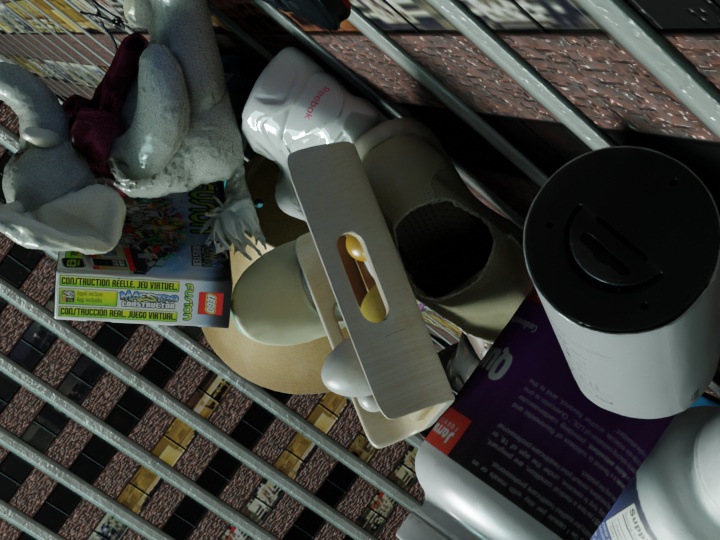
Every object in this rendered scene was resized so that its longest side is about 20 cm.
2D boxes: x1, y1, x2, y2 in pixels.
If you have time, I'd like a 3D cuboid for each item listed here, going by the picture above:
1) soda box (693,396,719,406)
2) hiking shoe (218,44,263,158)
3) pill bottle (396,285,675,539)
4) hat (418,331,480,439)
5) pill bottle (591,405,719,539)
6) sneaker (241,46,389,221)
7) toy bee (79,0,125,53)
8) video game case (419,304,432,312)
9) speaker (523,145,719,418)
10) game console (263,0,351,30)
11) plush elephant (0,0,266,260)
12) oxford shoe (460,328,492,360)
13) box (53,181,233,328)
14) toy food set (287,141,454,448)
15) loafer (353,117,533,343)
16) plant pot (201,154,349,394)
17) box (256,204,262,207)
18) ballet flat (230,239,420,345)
[{"bbox_3d":[0.272,0.146,0.970,0.064,0.068,0.200,38,175,-33],"label":"soda box"},{"bbox_3d":[-0.106,-0.128,1.060,0.087,0.074,0.200,45,164,-11],"label":"hiking shoe"},{"bbox_3d":[0.109,0.095,0.835,0.112,0.200,0.112,36,175,4],"label":"pill bottle"},{"bbox_3d":[0.120,0.082,1.244,0.201,0.200,0.081,30,133,50],"label":"hat"},{"bbox_3d":[0.203,0.151,0.885,0.111,0.111,0.200,36,144,-1],"label":"pill bottle"},{"bbox_3d":[-0.005,-0.061,0.904,0.099,0.078,0.200,31,174,21],"label":"sneaker"},{"bbox_3d":[-0.201,-0.142,1.302,0.200,0.109,0.131,37,177,-14],"label":"toy bee"},{"bbox_3d":[-0.006,0.009,1.316,0.181,0.036,0.200,7,175,1],"label":"video game case"},{"bbox_3d":[0.125,0.013,0.652,0.081,0.081,0.200,34,175,21],"label":"speaker"},{"bbox_3d":[-0.134,-0.152,0.662,0.200,0.119,0.172,33,174,39],"label":"game console"},{"bbox_3d":[-0.158,-0.084,0.870,0.165,0.155,0.200,-149,43,-75],"label":"plush elephant"},{"bbox_3d":[0.116,0.056,0.963,0.200,0.071,0.073,55,-167,-24],"label":"oxford shoe"},{"bbox_3d":[-0.145,-0.023,0.961,0.110,0.035,0.200,3,-156,-9],"label":"box"},{"bbox_3d":[-0.007,0.024,0.794,0.200,0.060,0.144,103,146,-78],"label":"toy food set"},{"bbox_3d":[0.057,-0.006,0.852,0.200,0.076,0.068,44,-157,-41],"label":"loafer"},{"bbox_3d":[-0.045,-0.018,1.115,0.186,0.186,0.200,35,163,11],"label":"plant pot"},{"bbox_3d":[-0.104,-0.054,1.327,0.200,0.049,0.082,10,173,16],"label":"box"},{"bbox_3d":[0.000,0.000,0.949,0.069,0.070,0.200,33,-148,30],"label":"ballet flat"}]
